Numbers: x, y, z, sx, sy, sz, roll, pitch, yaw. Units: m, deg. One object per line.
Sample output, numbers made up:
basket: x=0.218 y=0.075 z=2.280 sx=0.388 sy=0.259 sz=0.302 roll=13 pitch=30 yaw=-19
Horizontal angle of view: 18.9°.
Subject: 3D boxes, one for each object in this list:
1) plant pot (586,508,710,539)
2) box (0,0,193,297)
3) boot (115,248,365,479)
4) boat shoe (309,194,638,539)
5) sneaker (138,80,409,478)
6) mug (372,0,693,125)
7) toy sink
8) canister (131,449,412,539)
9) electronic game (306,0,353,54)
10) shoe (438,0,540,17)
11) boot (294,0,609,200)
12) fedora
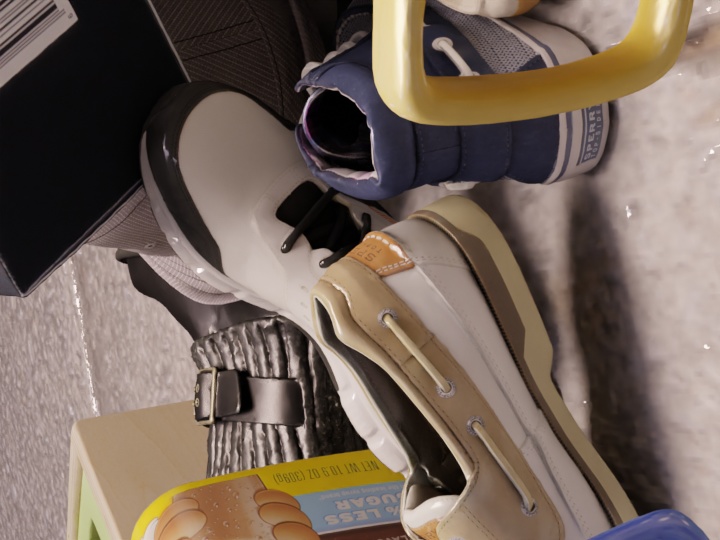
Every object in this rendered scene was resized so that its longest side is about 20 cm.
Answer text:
plant pot: x=0.053 y=0.221 z=0.652 sx=0.200 sy=0.200 sz=0.180 roll=56 pitch=158 yaw=23
box: x=-0.199 y=-0.104 z=0.831 sx=0.196 sy=0.124 sz=0.200 roll=3 pitch=130 yaw=43
boot: x=-0.061 y=0.049 z=1.074 sx=0.211 sy=0.079 sz=0.158 roll=-173 pitch=75 yaw=-68
boat shoe: x=0.046 y=0.077 z=0.766 sx=0.200 sy=0.068 sz=0.075 roll=63 pitch=159 yaw=0
sneaker: x=0.000 y=0.000 z=0.828 sx=0.200 sy=0.074 sz=0.080 roll=45 pitch=155 yaw=-17
mug: x=0.048 y=-0.153 z=0.588 sx=0.187 sy=0.153 sz=0.150 roll=107 pitch=147 yaw=-51
toy sink: x=-0.100 y=0.189 z=1.193 sx=0.130 sy=0.112 sz=0.200 roll=-120 pitch=28 yaw=-44
canister: x=-0.002 y=0.165 z=0.873 sx=0.200 sy=0.148 sz=0.087 roll=-124 pitch=30 yaw=-51
electronic game: x=-0.055 y=-0.182 z=0.977 sx=0.200 sy=0.042 sz=0.200 roll=55 pitch=160 yaw=30
shoe: x=-0.010 y=-0.141 z=0.806 sx=0.200 sy=0.053 sz=0.070 roll=39 pitch=160 yaw=37
boot: x=0.008 y=-0.072 z=0.820 sx=0.200 sy=0.090 sz=0.073 roll=-154 pitch=57 yaw=-65
fedora: x=-0.102 y=-0.065 z=0.946 sx=0.200 sy=0.090 sz=0.177 roll=-23 pitch=86 yaw=49
